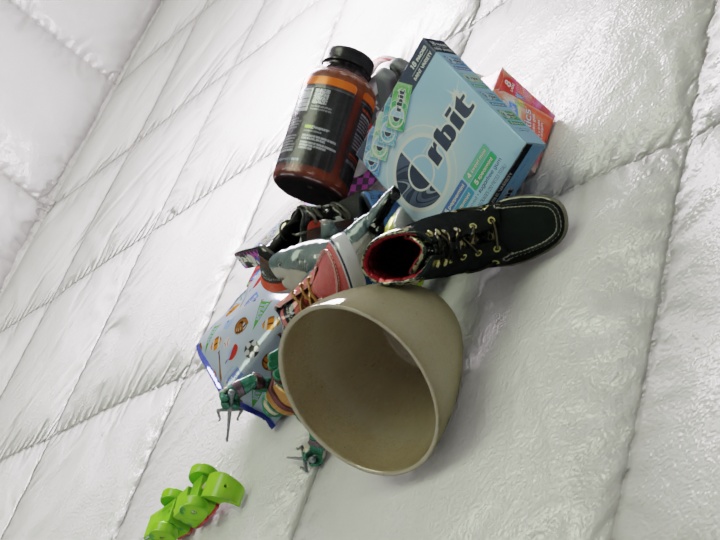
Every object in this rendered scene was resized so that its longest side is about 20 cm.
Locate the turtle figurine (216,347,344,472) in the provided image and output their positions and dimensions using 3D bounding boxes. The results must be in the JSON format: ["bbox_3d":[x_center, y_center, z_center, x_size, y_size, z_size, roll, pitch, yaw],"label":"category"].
[{"bbox_3d":[-0.090,0.154,1.522,0.200,0.148,0.102,-48,20,60],"label":"turtle figurine"}]

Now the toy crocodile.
[{"bbox_3d":[-0.223,0.312,1.702,0.200,0.061,0.068,-40,26,39],"label":"toy crocodile"}]

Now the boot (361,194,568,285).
[{"bbox_3d":[0.110,-0.028,1.382,0.201,0.075,0.153,-11,4,25],"label":"boot"}]

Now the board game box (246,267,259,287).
[{"bbox_3d":[-0.100,-0.029,1.985,0.199,0.019,0.104,-17,42,55],"label":"board game box"}]

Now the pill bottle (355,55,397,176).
[{"bbox_3d":[-0.003,-0.207,1.863,0.200,0.117,0.115,-43,18,-23],"label":"pill bottle"}]

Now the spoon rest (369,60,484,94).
[{"bbox_3d":[0.095,-0.241,1.756,0.197,0.061,0.100,16,55,26],"label":"spoon rest"}]

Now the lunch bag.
[{"bbox_3d":[-0.127,0.086,1.744,0.171,0.124,0.200,-50,33,2],"label":"lunch bag"}]

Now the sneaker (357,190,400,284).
[{"bbox_3d":[0.000,0.000,1.626,0.066,0.078,0.203,16,91,57],"label":"sneaker"}]

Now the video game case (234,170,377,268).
[{"bbox_3d":[-0.077,-0.085,1.935,0.200,0.036,0.180,-46,18,-26],"label":"video game case"}]

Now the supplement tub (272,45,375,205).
[{"bbox_3d":[-0.041,-0.195,1.736,0.106,0.106,0.203,-8,60,59],"label":"supplement tub"}]

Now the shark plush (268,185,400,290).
[{"bbox_3d":[-0.032,-0.033,1.538,0.090,0.084,0.200,-15,-22,-45],"label":"shark plush"}]

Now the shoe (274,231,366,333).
[{"bbox_3d":[-0.047,0.035,1.471,0.090,0.201,0.072,-21,64,-13],"label":"shoe"}]

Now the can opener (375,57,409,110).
[{"bbox_3d":[0.046,-0.197,1.742,0.053,0.202,0.067,-37,47,-24],"label":"can opener"}]

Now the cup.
[{"bbox_3d":[0.032,0.094,1.386,0.199,0.202,0.143,-29,7,44],"label":"cup"}]

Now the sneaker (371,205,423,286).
[{"bbox_3d":[0.032,0.020,1.566,0.105,0.075,0.203,-27,46,57],"label":"sneaker"}]

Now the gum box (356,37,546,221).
[{"bbox_3d":[0.100,-0.140,1.509,0.200,0.044,0.171,49,122,31],"label":"gum box"}]

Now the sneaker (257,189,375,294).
[{"bbox_3d":[-0.049,-0.052,1.651,0.199,0.083,0.077,-40,47,-23],"label":"sneaker"}]

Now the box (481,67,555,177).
[{"bbox_3d":[0.131,-0.157,1.619,0.199,0.102,0.096,-22,38,52],"label":"box"}]
